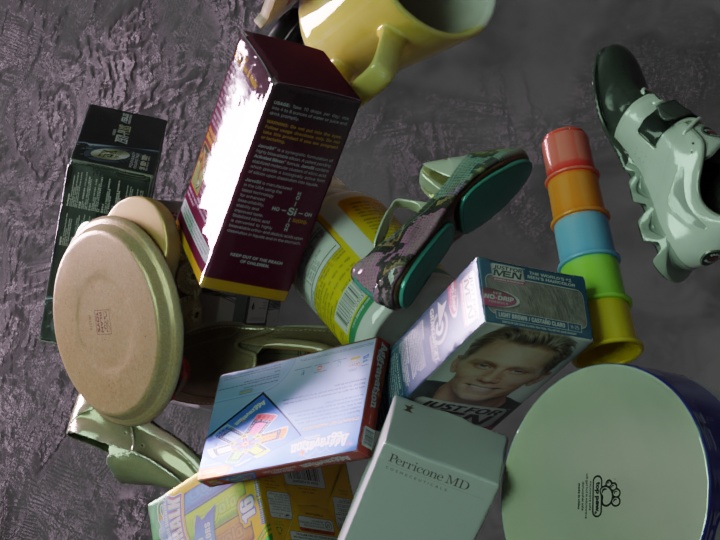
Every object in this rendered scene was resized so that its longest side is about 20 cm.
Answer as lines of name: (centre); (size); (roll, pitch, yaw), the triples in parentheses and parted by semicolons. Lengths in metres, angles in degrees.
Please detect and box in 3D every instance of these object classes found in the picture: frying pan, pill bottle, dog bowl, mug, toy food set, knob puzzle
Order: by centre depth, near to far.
dog bowl: (0.205, 0.174, 1.316); (0.199, 0.078, 0.202); (-14, 70, 43)
pill bottle: (0.000, 0.000, 1.545); (0.200, 0.112, 0.113); (47, 113, 41)
mug: (0.010, -0.239, 1.564); (0.153, 0.186, 0.150); (-30, 93, 46)
toy food set: (-0.219, 0.043, 1.585); (0.197, 0.048, 0.202); (-28, 77, 45)
knob puzzle: (-0.035, -0.309, 1.634); (0.030, 0.220, 0.220); (44, 119, -3)
frying pan: (-0.066, -0.236, 1.666); (0.031, 0.115, 0.191); (33, 134, 3)

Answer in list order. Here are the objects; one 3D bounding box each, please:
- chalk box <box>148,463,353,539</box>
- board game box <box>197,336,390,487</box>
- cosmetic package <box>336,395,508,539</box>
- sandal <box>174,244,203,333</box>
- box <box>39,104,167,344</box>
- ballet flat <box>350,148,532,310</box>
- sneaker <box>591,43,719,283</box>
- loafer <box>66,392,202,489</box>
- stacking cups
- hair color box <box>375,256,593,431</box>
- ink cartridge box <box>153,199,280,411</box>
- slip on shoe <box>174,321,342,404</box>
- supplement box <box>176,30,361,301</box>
chalk box: (-0.110, 0.256, 1.583); (0.200, 0.124, 0.125); (-36, 56, 35)
board game box: (-0.059, 0.123, 1.472); (0.199, 0.019, 0.104); (-15, 53, 42)
cosmetic package: (0.039, 0.213, 1.410); (0.071, 0.101, 0.201); (-70, 0, -59)
sandal: (-0.180, 0.044, 1.644); (0.070, 0.078, 0.212); (42, 122, 9)
box: (-0.261, -0.043, 1.754); (0.164, 0.085, 0.202); (-93, 16, -65)
ballet flat: (0.063, -0.049, 1.456); (0.071, 0.069, 0.200); (31, 61, 24)
sneaker: (0.248, -0.099, 1.352); (0.088, 0.074, 0.202); (-32, 68, 35)
loafer: (-0.210, 0.186, 1.700); (0.199, 0.076, 0.068); (34, 78, 23)
stacking cups: (0.180, -0.022, 1.405); (0.060, 0.060, 0.202); (-29, 60, 37)
hair color box: (0.093, 0.070, 1.395); (0.200, 0.099, 0.061); (130, 143, -50)
ink cartridge box: (-0.155, 0.035, 1.713); (0.145, 0.084, 0.202); (5, 83, 47)
slip on shoe: (-0.099, 0.089, 1.586); (0.198, 0.061, 0.077); (-2, 104, 6)
supplement box: (-0.084, -0.090, 1.505); (0.201, 0.085, 0.111); (-68, 29, 23)
